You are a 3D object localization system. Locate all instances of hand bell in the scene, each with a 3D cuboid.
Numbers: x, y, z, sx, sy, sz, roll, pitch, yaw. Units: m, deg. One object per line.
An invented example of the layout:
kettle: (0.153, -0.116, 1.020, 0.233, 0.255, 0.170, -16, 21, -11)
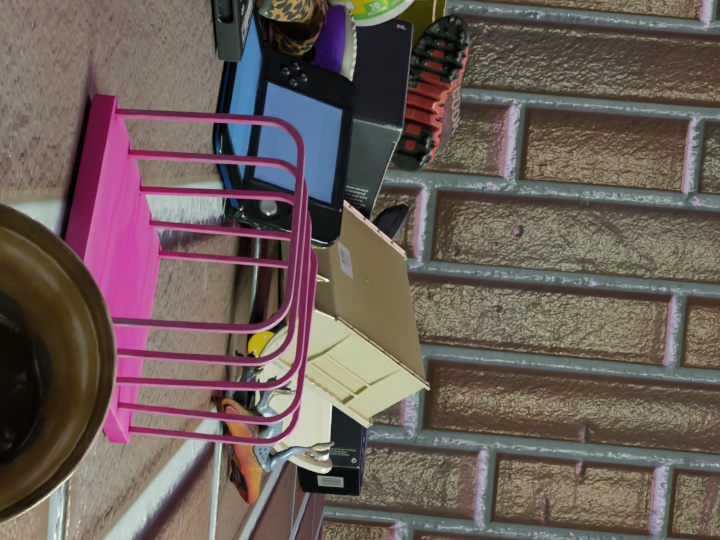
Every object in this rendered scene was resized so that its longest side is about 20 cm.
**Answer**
hand bell: (-0.144, 0.059, 0.496, 0.200, 0.104, 0.104, 123, -25, -66)

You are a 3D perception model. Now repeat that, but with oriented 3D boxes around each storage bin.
storage bin: (-0.027, 0.031, 1.539, 0.198, 0.094, 0.200, 38, 32, -41)

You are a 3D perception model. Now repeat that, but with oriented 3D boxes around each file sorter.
file sorter: (-0.093, 0.011, 0.840, 0.200, 0.125, 0.139, 90, 5, -66)

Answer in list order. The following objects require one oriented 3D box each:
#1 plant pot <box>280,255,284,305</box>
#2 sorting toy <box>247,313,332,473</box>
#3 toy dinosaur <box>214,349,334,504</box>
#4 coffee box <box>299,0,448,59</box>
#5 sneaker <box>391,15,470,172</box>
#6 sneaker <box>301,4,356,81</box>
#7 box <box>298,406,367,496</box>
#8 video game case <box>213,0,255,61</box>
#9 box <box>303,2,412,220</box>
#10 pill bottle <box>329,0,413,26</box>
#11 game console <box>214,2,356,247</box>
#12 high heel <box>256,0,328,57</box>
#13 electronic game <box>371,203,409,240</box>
plant pot: (-0.038, 0.014, 1.962, 0.187, 0.186, 0.200, -83, 161, -47)
sorting toy: (-0.087, 0.123, 1.736, 0.180, 0.107, 0.200, -114, -153, -79)
toy dinosaur: (-0.126, 0.178, 1.494, 0.200, 0.105, 0.182, -14, 128, -50)
coffee box: (0.017, -0.368, 1.862, 0.198, 0.199, 0.200, -79, 175, -69)
sneaker: (0.093, -0.223, 1.769, 0.098, 0.071, 0.201, -30, 139, -65)
sneaker: (-0.061, -0.190, 1.503, 0.070, 0.099, 0.201, 118, -19, -81)
box: (-0.048, 0.307, 2.715, 0.200, 0.123, 0.199, 91, 3, -66)
video game case: (-0.101, -0.312, 1.207, 0.181, 0.025, 0.200, 92, 4, -54)
box: (-0.024, -0.174, 1.684, 0.199, 0.123, 0.200, 111, -11, -45)
pill bottle: (-0.016, -0.376, 1.556, 0.200, 0.111, 0.111, 57, 29, -43)
game console: (-0.068, -0.149, 1.357, 0.118, 0.170, 0.200, -39, -141, 55)
high heel: (-0.088, -0.264, 1.513, 0.143, 0.071, 0.200, -56, 172, -37)
electronic game: (0.000, 0.000, 1.786, 0.200, 0.042, 0.200, -55, -176, 5)
